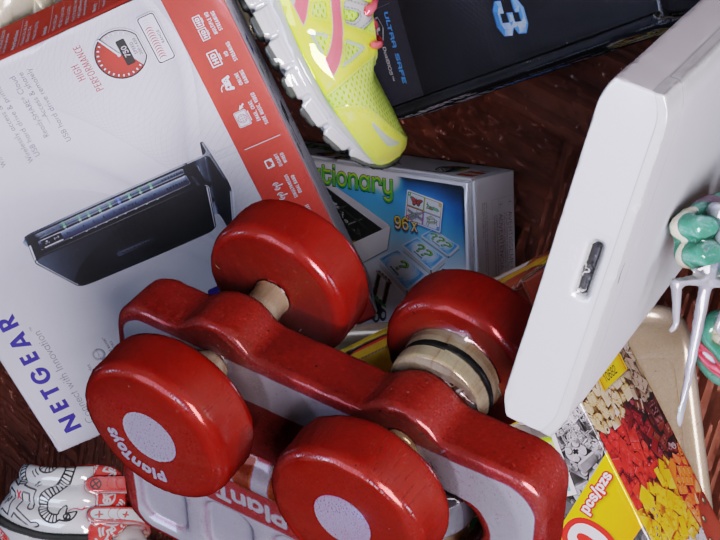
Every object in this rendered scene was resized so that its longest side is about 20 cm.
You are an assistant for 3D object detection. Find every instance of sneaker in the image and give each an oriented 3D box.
[{"bbox_3d":[-0.015,-0.143,0.772,0.078,0.090,0.201,-110,-6,-75],"label":"sneaker"},{"bbox_3d":[-0.135,0.177,0.975,0.201,0.067,0.108,15,73,23],"label":"sneaker"}]

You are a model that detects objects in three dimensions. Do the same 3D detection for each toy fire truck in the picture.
[{"bbox_3d":[-0.012,0.081,0.670,0.199,0.112,0.168,22,138,21],"label":"toy fire truck"}]

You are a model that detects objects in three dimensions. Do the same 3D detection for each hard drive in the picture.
[{"bbox_3d":[0.115,-0.037,0.631,0.026,0.200,0.132,24,120,17],"label":"hard drive"}]

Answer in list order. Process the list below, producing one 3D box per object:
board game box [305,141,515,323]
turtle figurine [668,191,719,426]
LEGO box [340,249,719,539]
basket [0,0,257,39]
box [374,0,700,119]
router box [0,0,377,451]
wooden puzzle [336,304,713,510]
[{"bbox_3d":[0.000,0.000,0.891,0.199,0.035,0.127,13,110,46],"label":"board game box"},{"bbox_3d":[0.179,-0.002,0.630,0.200,0.149,0.101,-55,20,27],"label":"turtle figurine"},{"bbox_3d":[0.037,0.097,0.742,0.200,0.077,0.149,-27,91,31],"label":"LEGO box"},{"bbox_3d":[-0.149,-0.222,0.845,0.161,0.197,0.201,41,135,49],"label":"basket"},{"bbox_3d":[0.056,-0.186,0.770,0.198,0.050,0.201,-12,91,50],"label":"box"},{"bbox_3d":[-0.112,-0.031,0.804,0.049,0.179,0.201,-104,-12,-61],"label":"router box"},{"bbox_3d":[0.082,0.114,0.795,0.184,0.046,0.201,-5,102,29],"label":"wooden puzzle"}]
